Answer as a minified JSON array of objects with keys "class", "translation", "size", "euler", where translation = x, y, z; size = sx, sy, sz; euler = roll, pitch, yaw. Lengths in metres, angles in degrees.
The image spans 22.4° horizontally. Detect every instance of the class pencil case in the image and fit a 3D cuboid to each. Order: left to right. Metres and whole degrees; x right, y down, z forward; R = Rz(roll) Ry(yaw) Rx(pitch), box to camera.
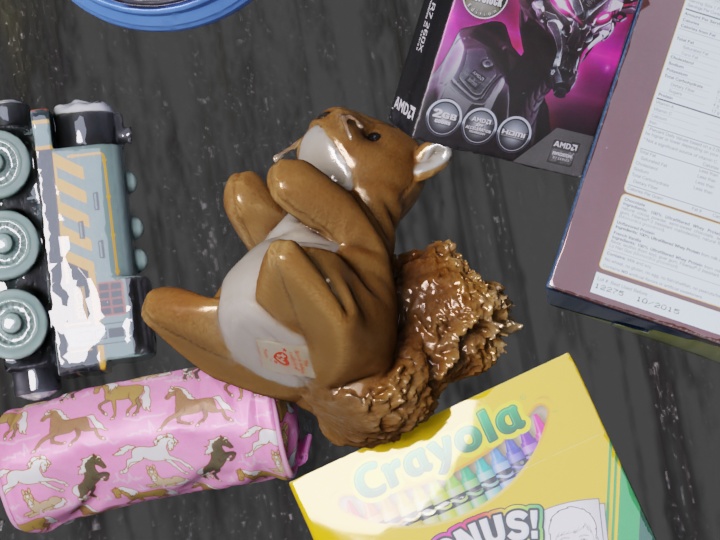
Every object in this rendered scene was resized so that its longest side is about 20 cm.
[{"class":"pencil case","translation":[-0.135,0.113,1.180],"size":[0.199,0.087,0.083],"euler":[-13,71,7]}]

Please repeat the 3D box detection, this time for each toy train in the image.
[{"class":"toy train","translation":[-0.199,-0.017,1.203],"size":[0.113,0.085,0.201],"euler":[-7,83,-5]}]

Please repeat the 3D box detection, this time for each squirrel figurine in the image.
[{"class":"squirrel figurine","translation":[0.000,0.000,1.138],"size":[0.200,0.141,0.187],"euler":[43,49,-15]}]

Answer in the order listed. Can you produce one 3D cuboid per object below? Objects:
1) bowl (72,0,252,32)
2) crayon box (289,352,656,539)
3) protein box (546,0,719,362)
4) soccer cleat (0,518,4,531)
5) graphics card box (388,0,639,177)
[{"class":"bowl","translation":[-0.136,-0.263,1.229],"size":[0.199,0.039,0.202],"euler":[0,86,7]},{"class":"crayon box","translation":[0.080,0.173,1.161],"size":[0.199,0.058,0.173],"euler":[-25,83,5]},{"class":"protein box","translation":[0.205,-0.058,1.091],"size":[0.134,0.199,0.201],"euler":[19,88,7]},{"class":"soccer cleat","translation":[-0.284,0.183,1.204],"size":[0.085,0.069,0.201],"euler":[10,92,4]},{"class":"graphics card box","translation":[0.105,-0.167,1.116],"size":[0.125,0.051,0.201],"euler":[12,105,-24]}]
